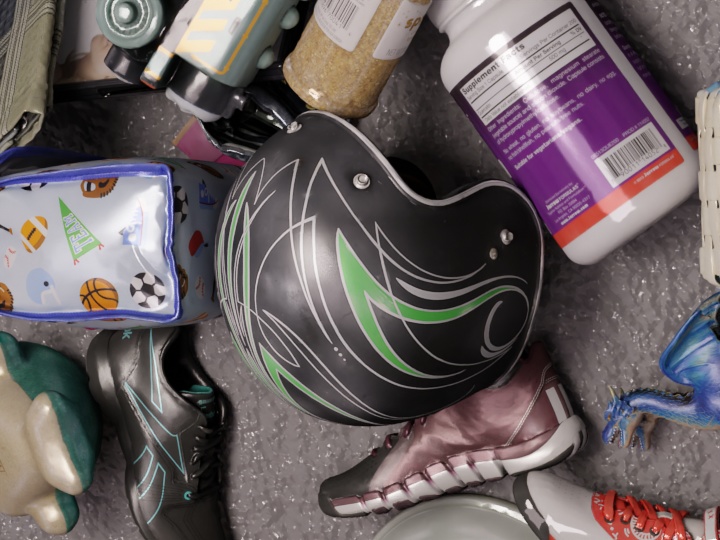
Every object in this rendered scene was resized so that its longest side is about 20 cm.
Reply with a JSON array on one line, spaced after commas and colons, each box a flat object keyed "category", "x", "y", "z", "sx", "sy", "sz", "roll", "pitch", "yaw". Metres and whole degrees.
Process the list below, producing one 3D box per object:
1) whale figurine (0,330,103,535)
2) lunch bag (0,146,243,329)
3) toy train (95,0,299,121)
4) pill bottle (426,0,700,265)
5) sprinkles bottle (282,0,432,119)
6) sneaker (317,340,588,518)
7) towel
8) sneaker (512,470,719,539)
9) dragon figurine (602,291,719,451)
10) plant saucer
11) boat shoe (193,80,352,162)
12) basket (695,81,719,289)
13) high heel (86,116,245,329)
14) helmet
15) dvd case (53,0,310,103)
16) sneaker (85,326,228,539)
[{"category": "whale figurine", "x": -0.227, "y": 0.113, "z": 1.690, "sx": 0.200, "sy": 0.104, "sz": 0.159, "roll": -4, "pitch": 107, "yaw": 65}, {"category": "lunch bag", "x": -0.181, "y": -0.021, "z": 1.558, "sx": 0.200, "sy": 0.170, "sz": 0.124, "roll": -4, "pitch": 89, "yaw": 21}, {"category": "toy train", "x": -0.085, "y": -0.193, "z": 1.481, "sx": 0.114, "sy": 0.085, "sz": 0.200, "roll": 34, "pitch": 104, "yaw": 7}, {"category": "pill bottle", "x": 0.129, "y": -0.110, "z": 1.489, "sx": 0.112, "sy": 0.112, "sz": 0.200, "roll": -38, "pitch": 85, "yaw": 28}, {"category": "sprinkles bottle", "x": 0.021, "y": -0.190, "z": 1.450, "sx": 0.068, "sy": 0.068, "sz": 0.200, "roll": 38, "pitch": 122, "yaw": 12}, {"category": "sneaker", "x": 0.052, "y": 0.097, "z": 1.610, "sx": 0.200, "sy": 0.076, "sz": 0.116, "roll": -18, "pitch": 91, "yaw": 18}, {"category": "towel", "x": -0.256, "y": -0.123, "z": 1.627, "sx": 0.035, "sy": 0.200, "sz": 0.193, "roll": 28, "pitch": 134, "yaw": -26}, {"category": "sneaker", "x": 0.206, "y": 0.174, "z": 1.541, "sx": 0.201, "sy": 0.067, "sz": 0.108, "roll": 40, "pitch": 116, "yaw": -6}, {"category": "dragon figurine", "x": 0.232, "y": 0.053, "z": 1.512, "sx": 0.099, "sy": 0.059, "sz": 0.200, "roll": 32, "pitch": 114, "yaw": 15}, {"category": "plant saucer", "x": 0.078, "y": 0.260, "z": 1.646, "sx": 0.200, "sy": 0.050, "sz": 0.200, "roll": 7, "pitch": 107, "yaw": 24}, {"category": "boat shoe", "x": -0.106, "y": -0.139, "z": 1.601, "sx": 0.200, "sy": 0.091, "sz": 0.071, "roll": 27, "pitch": 118, "yaw": 17}, {"category": "basket", "x": 0.307, "y": -0.061, "z": 1.410, "sx": 0.200, "sy": 0.139, "sz": 0.176, "roll": -2, "pitch": 94, "yaw": 0}, {"category": "high heel", "x": -0.127, "y": -0.016, "z": 1.656, "sx": 0.096, "sy": 0.067, "sz": 0.200, "roll": 43, "pitch": 114, "yaw": 21}, {"category": "helmet", "x": 0.000, "y": 0.000, "z": 1.488, "sx": 0.200, "sy": 0.191, "sz": 0.200, "roll": -7, "pitch": 82, "yaw": 58}, {"category": "dvd case", "x": -0.123, "y": -0.184, "z": 1.590, "sx": 0.200, "sy": 0.018, "sz": 0.143, "roll": -3, "pitch": 58, "yaw": 26}, {"category": "sneaker", "x": -0.135, "y": 0.131, "z": 1.699, "sx": 0.079, "sy": 0.075, "sz": 0.200, "roll": -19, "pitch": 95, "yaw": 26}]
